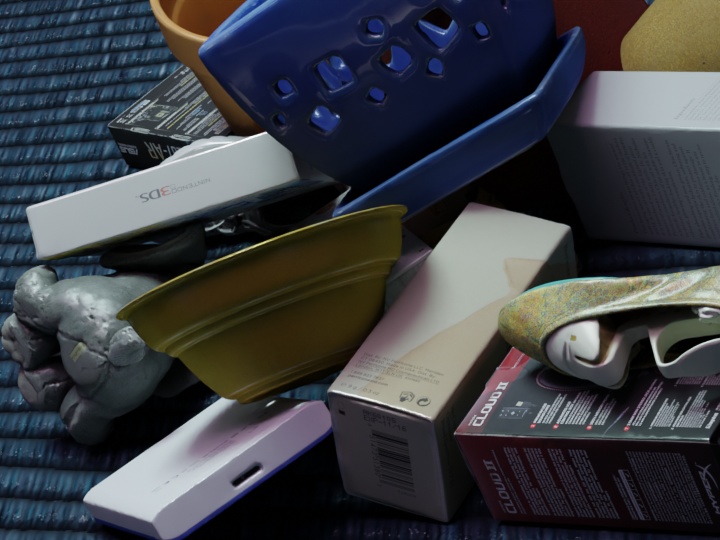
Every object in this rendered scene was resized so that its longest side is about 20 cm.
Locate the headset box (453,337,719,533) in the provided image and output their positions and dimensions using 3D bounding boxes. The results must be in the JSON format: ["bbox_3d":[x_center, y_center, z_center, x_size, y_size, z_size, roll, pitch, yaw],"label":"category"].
[{"bbox_3d":[0.164,0.080,1.530,0.199,0.075,0.149,-1,37,37],"label":"headset box"}]

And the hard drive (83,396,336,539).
[{"bbox_3d":[-0.102,0.126,1.651,0.132,0.025,0.200,-35,9,-16],"label":"hard drive"}]

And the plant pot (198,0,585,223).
[{"bbox_3d":[0.037,-0.151,1.717,0.200,0.180,0.200,-30,9,23],"label":"plant pot"}]

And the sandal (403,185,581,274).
[{"bbox_3d":[0.074,-0.033,1.796,0.080,0.054,0.200,-38,44,-12],"label":"sandal"}]

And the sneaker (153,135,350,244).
[{"bbox_3d":[-0.089,-0.062,1.977,0.199,0.075,0.082,-19,32,17],"label":"sneaker"}]

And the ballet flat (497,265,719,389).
[{"bbox_3d":[0.165,0.036,1.461,0.199,0.071,0.071,-9,32,27],"label":"ballet flat"}]

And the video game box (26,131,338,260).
[{"bbox_3d":[-0.125,-0.056,1.857,0.199,0.047,0.182,-17,1,9],"label":"video game box"}]

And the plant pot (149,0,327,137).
[{"bbox_3d":[-0.056,-0.190,2.029,0.199,0.140,0.200,-9,42,8],"label":"plant pot"}]

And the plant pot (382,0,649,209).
[{"bbox_3d":[0.094,-0.172,1.907,0.199,0.177,0.200,-4,35,34],"label":"plant pot"}]

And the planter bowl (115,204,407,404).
[{"bbox_3d":[-0.049,0.033,1.620,0.200,0.084,0.200,-20,-6,-2],"label":"planter bowl"}]

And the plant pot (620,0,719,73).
[{"bbox_3d":[0.289,-0.167,1.768,0.200,0.187,0.187,-29,24,27],"label":"plant pot"}]

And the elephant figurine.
[{"bbox_3d":[-0.151,0.026,1.841,0.155,0.142,0.200,36,44,28],"label":"elephant figurine"}]

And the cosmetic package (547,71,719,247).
[{"bbox_3d":[0.232,-0.075,1.710,0.200,0.102,0.071,5,40,43],"label":"cosmetic package"}]

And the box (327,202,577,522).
[{"bbox_3d":[0.063,0.055,1.622,0.078,0.095,0.200,14,46,26],"label":"box"}]

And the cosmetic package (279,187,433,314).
[{"bbox_3d":[0.000,0.000,1.793,0.082,0.051,0.200,-32,20,-6],"label":"cosmetic package"}]

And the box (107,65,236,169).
[{"bbox_3d":[-0.096,-0.155,2.172,0.200,0.044,0.160,-42,32,-28],"label":"box"}]
